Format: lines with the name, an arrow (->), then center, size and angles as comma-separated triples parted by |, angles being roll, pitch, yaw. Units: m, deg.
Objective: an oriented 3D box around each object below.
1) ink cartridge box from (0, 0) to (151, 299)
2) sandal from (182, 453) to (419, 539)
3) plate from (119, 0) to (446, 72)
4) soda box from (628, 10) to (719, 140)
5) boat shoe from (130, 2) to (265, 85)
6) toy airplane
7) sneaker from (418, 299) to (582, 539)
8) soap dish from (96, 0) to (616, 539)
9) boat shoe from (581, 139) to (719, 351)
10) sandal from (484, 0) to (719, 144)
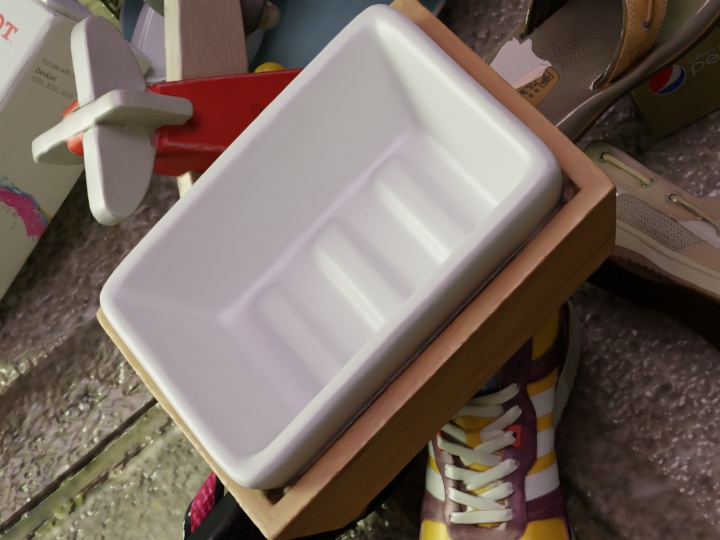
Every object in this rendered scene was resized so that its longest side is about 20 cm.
ink cartridge box -> -0.222, -0.072, 1.163 | 0.145, 0.085, 0.200 | 40, 101, 37
sandal -> -0.049, 0.110, 1.014 | 0.200, 0.075, 0.045 | -44, 41, -4
plate -> -0.036, -0.155, 1.203 | 0.200, 0.026, 0.200 | -11, 57, 17
soda box -> 0.130, -0.165, 1.110 | 0.068, 0.064, 0.200 | -28, 53, 6
boat shoe -> -0.081, -0.172, 1.176 | 0.073, 0.067, 0.200 | 7, 63, 28
toy airplane -> -0.063, -0.058, 1.074 | 0.199, 0.141, 0.200 | 40, 65, -4
sneaker -> 0.053, 0.075, 0.975 | 0.075, 0.090, 0.200 | -9, 56, 19
soap dish -> 0.000, 0.000, 0.941 | 0.200, 0.081, 0.157 | -46, 50, 3
boat shoe -> 0.163, -0.005, 0.991 | 0.200, 0.072, 0.065 | 28, 75, 41
sandal -> 0.106, -0.119, 1.015 | 0.200, 0.054, 0.080 | -44, 54, -11
